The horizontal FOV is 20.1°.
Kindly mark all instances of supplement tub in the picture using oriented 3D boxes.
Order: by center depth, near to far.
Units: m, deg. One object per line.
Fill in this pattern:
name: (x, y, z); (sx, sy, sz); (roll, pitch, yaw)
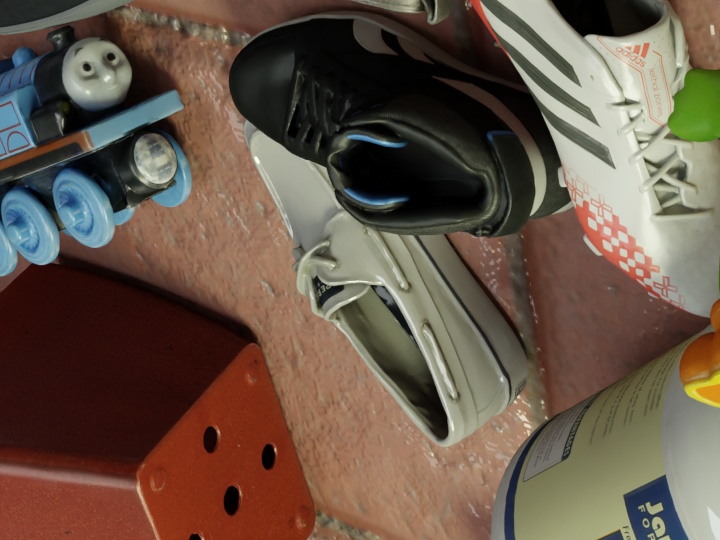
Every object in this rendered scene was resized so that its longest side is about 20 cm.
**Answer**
supplement tub: (0.162, 0.099, 0.865); (0.145, 0.145, 0.200); (51, 144, 0)

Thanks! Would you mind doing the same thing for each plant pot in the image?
plant pot: (-0.143, 0.128, 1.189); (0.175, 0.200, 0.201); (0, 121, 31)

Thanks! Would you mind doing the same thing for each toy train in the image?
toy train: (-0.176, -0.068, 1.138); (0.199, 0.086, 0.115); (-14, 104, 51)

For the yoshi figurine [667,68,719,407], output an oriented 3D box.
yoshi figurine: (0.170, -0.044, 0.739); (0.112, 0.201, 0.112); (-7, 157, 45)

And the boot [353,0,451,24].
boot: (-0.036, -0.208, 0.864); (0.199, 0.069, 0.175); (30, 130, 23)

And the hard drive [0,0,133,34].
hard drive: (-0.168, -0.191, 1.057); (0.199, 0.042, 0.136); (-9, 113, 49)

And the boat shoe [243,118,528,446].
boat shoe: (0.000, 0.000, 1.019); (0.201, 0.066, 0.072); (54, 144, -3)

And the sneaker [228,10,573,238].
sneaker: (-0.002, -0.069, 0.917); (0.199, 0.112, 0.074); (18, 111, 31)

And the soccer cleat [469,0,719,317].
soccer cleat: (0.112, -0.069, 0.841); (0.201, 0.068, 0.085); (59, 158, -2)
